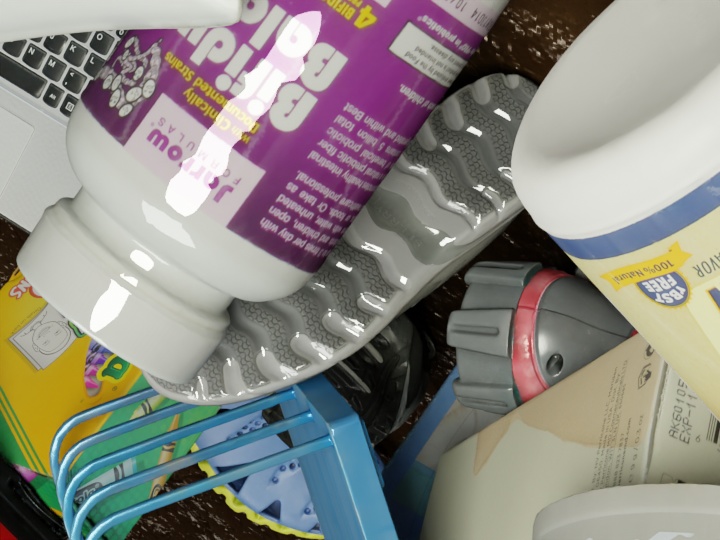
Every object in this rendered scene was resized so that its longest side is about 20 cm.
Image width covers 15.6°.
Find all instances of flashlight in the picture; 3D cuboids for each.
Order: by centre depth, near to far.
[{"bbox_3d":[0.136,0.033,1.059,0.199,0.068,0.068,3,110,28],"label":"flashlight"}]

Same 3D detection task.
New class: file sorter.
[{"bbox_3d":[-0.051,0.124,1.080,0.200,0.122,0.140,-141,32,-77],"label":"file sorter"}]

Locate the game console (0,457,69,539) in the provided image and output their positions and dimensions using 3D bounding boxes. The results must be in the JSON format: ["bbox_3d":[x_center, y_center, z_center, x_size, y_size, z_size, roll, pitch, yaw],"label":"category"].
[{"bbox_3d":[-0.189,0.150,1.194,0.172,0.119,0.200,5,142,50],"label":"game console"}]

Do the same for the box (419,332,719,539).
[{"bbox_3d":[0.104,0.095,1.039,0.094,0.078,0.200,23,153,-18],"label":"box"}]

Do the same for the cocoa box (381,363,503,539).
[{"bbox_3d":[0.108,0.141,1.244,0.199,0.134,0.131,31,158,13],"label":"cocoa box"}]

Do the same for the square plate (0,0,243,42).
[{"bbox_3d":[-0.117,-0.185,0.963,0.199,0.028,0.200,2,100,51],"label":"square plate"}]

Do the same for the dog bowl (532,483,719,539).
[{"bbox_3d":[0.151,0.140,0.937,0.199,0.059,0.200,12,158,5],"label":"dog bowl"}]

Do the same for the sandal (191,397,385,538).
[{"bbox_3d":[-0.064,0.071,1.429,0.200,0.080,0.087,38,152,-6],"label":"sandal"}]

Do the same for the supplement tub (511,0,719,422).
[{"bbox_3d":[0.163,-0.009,0.894,0.200,0.145,0.144,46,154,-19],"label":"supplement tub"}]

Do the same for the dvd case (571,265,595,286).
[{"bbox_3d":[0.161,0.085,1.125,0.199,0.025,0.151,32,124,14],"label":"dvd case"}]

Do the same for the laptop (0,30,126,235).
[{"bbox_3d":[-0.154,-0.123,1.166,0.187,0.201,0.116,31,-171,13],"label":"laptop"}]

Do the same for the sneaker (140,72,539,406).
[{"bbox_3d":[0.000,0.000,1.081,0.075,0.199,0.082,58,170,15],"label":"sneaker"}]

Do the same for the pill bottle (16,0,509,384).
[{"bbox_3d":[-0.040,-0.061,0.985,0.112,0.201,0.112,35,-173,-5],"label":"pill bottle"}]

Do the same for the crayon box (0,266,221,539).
[{"bbox_3d":[-0.114,0.028,1.264,0.118,0.200,0.058,15,149,39],"label":"crayon box"}]

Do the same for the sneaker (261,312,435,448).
[{"bbox_3d":[0.001,0.044,1.279,0.074,0.079,0.200,45,163,6],"label":"sneaker"}]
